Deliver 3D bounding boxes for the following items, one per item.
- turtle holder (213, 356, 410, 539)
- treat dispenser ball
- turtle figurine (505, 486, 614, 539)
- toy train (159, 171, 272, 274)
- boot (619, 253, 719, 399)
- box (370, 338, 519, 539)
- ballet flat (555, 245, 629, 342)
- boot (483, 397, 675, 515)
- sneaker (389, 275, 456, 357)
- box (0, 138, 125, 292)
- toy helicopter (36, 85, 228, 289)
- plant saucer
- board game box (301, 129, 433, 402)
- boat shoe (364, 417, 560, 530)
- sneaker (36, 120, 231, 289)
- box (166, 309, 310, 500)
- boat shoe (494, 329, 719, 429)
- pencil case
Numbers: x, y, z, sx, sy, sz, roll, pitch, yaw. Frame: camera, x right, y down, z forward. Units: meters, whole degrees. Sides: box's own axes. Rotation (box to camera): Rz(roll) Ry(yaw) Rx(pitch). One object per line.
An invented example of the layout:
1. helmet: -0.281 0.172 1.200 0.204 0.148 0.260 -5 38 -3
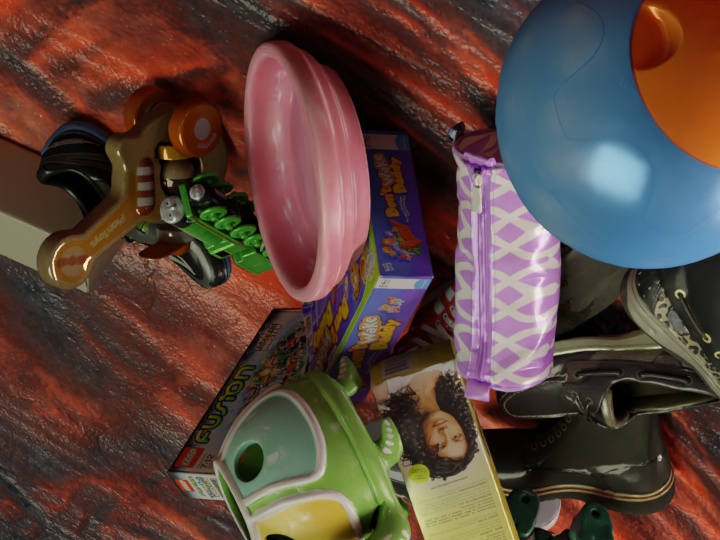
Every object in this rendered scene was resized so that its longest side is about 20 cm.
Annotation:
1. turtle holder: -0.033 0.175 1.516 0.186 0.131 0.141 64 166 13
2. treat dispenser ball: 0.186 -0.101 1.241 0.200 0.201 0.202 20 143 16
3. turtle figurine: 0.149 0.268 1.688 0.149 0.101 0.201 -2 140 -14
4. toy train: -0.107 -0.035 1.590 0.056 0.042 0.200 -20 161 15
5. boot: 0.309 0.034 1.421 0.203 0.074 0.154 35 141 -7
6. box: 0.071 0.162 1.551 0.075 0.050 0.201 -19 108 5
7. ballet flat: 0.164 0.025 1.544 0.067 0.047 0.201 9 141 -6
8. boot: 0.167 0.129 1.646 0.198 0.078 0.139 3 132 16
9. sneaker: 0.083 0.043 1.562 0.071 0.113 0.200 34 144 -4
10. box: -0.316 -0.062 1.765 0.199 0.082 0.069 25 143 13
11. toy helicopter: -0.183 -0.049 1.581 0.079 0.200 0.133 19 143 43
12. plant saucer: -0.040 -0.079 1.487 0.050 0.201 0.201 -10 147 -18
13. board game box: 0.000 0.000 1.555 0.044 0.135 0.200 2 147 -17
14. boat shoe: 0.088 0.199 1.775 0.198 0.074 0.068 14 150 12
15. sneaker: -0.201 -0.045 1.696 0.199 0.083 0.071 38 144 -8
16. box: -0.075 0.116 1.690 0.109 0.201 0.035 -2 133 37
17. boat shoe: 0.197 0.092 1.533 0.199 0.065 0.072 -12 143 23
18. pencil case: 0.108 -0.009 1.454 0.083 0.085 0.201 6 114 24
